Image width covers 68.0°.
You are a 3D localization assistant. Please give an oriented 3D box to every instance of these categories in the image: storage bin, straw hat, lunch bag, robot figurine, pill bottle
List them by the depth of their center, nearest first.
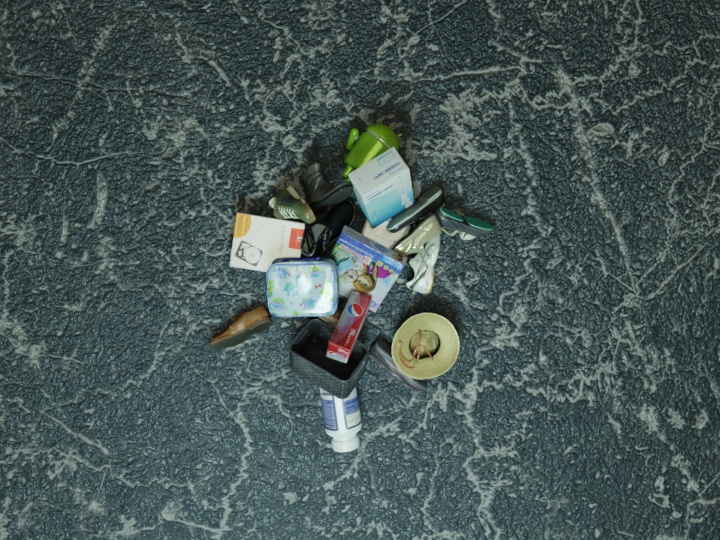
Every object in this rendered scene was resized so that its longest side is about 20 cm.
[{"bbox_3d":[-0.156,0.042,1.469,0.196,0.083,0.164,-2,105,2],"label":"lunch bag"},{"bbox_3d":[-0.090,0.247,1.496,0.198,0.095,0.135,26,49,18],"label":"storage bin"},{"bbox_3d":[0.031,-0.327,1.514,0.175,0.116,0.201,36,91,8],"label":"robot figurine"},{"bbox_3d":[-0.055,0.414,1.554,0.109,0.111,0.204,-8,93,-2],"label":"pill bottle"},{"bbox_3d":[0.186,0.215,1.568,0.197,0.085,0.205,0,94,2],"label":"straw hat"}]

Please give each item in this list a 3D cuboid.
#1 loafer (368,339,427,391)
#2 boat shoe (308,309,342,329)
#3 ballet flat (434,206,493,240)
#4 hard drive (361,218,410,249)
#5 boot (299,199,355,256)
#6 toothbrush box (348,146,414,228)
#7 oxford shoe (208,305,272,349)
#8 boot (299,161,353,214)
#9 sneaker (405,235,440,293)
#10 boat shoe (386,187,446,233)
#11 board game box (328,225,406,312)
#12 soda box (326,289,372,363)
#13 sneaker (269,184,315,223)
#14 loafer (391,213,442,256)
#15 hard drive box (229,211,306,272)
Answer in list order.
[{"bbox_3d":[0.109,0.290,1.586,0.200,0.072,0.063,42,119,0],"label":"loafer"},{"bbox_3d":[-0.102,0.124,1.564,0.199,0.072,0.068,38,65,1],"label":"boat shoe"},{"bbox_3d":[0.293,-0.129,1.560,0.197,0.073,0.074,14,92,-24],"label":"ballet flat"},{"bbox_3d":[0.053,-0.058,1.575,0.130,0.026,0.203,20,92,-4],"label":"hard drive"},{"bbox_3d":[-0.087,-0.120,1.493,0.076,0.168,0.201,41,90,0],"label":"boot"},{"bbox_3d":[0.062,-0.221,1.461,0.145,0.200,0.086,-31,69,-1],"label":"toothbrush box"},{"bbox_3d":[-0.355,0.168,1.558,0.198,0.071,0.072,-27,66,-1],"label":"oxford shoe"},{"bbox_3d":[-0.105,-0.243,1.473,0.069,0.199,0.134,-8,81,-43],"label":"boot"},{"bbox_3d":[0.181,-0.037,1.560,0.086,0.076,0.203,11,89,4],"label":"sneaker"},{"bbox_3d":[0.166,-0.161,1.542,0.199,0.076,0.061,-35,114,-7],"label":"boat shoe"},{"bbox_3d":[0.000,0.000,1.515,0.198,0.041,0.201,27,127,-4],"label":"board game box"},{"bbox_3d":[-0.029,0.153,1.477,0.063,0.071,0.201,20,48,5],"label":"soda box"},{"bbox_3d":[-0.195,-0.167,1.478,0.089,0.200,0.068,-30,128,-8],"label":"sneaker"},{"bbox_3d":[0.152,-0.075,1.511,0.068,0.076,0.200,46,111,-4],"label":"loafer"},{"bbox_3d":[-0.263,-0.075,1.534,0.197,0.077,0.159,8,93,-4],"label":"hard drive box"}]
